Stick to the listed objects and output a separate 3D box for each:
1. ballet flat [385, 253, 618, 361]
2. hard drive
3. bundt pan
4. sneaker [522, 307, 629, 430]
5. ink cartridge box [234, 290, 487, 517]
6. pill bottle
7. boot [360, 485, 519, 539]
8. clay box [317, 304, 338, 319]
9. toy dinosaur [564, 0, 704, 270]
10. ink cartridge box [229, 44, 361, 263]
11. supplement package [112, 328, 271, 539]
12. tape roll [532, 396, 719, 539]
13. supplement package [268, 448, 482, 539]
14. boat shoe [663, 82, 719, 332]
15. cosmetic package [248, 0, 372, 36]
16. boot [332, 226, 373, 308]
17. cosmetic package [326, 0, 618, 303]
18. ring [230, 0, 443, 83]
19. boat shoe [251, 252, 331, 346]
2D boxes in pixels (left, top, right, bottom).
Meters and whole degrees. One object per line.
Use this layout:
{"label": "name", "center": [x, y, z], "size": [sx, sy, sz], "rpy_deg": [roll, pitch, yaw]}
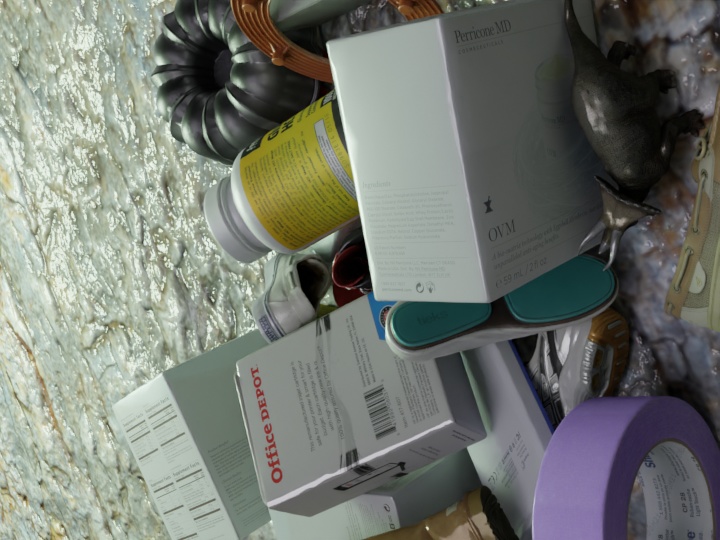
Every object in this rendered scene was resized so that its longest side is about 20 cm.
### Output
{"label": "ballet flat", "center": [0.115, 0.033, 0.842], "size": [0.069, 0.196, 0.071], "rpy_deg": [166, 89, -87]}
{"label": "hard drive", "center": [0.125, 0.133, 0.913], "size": [0.133, 0.025, 0.203], "rpy_deg": [108, 147, -51]}
{"label": "bundt pan", "center": [-0.138, -0.208, 1.029], "size": [0.198, 0.075, 0.207], "rpy_deg": [0, 91, 33]}
{"label": "sneaker", "center": [0.179, 0.118, 0.896], "size": [0.087, 0.075, 0.204], "rpy_deg": [24, 113, 43]}
{"label": "ink cartridge box", "center": [-0.004, 0.119, 0.926], "size": [0.197, 0.084, 0.148], "rpy_deg": [-27, 62, 19]}
{"label": "pill bottle", "center": [-0.050, -0.087, 0.953], "size": [0.198, 0.112, 0.114], "rpy_deg": [-28, 86, 26]}
{"label": "boot", "center": [0.063, 0.301, 0.890], "size": [0.198, 0.066, 0.178], "rpy_deg": [-31, 80, 22]}
{"label": "clay box", "center": [-0.004, 0.106, 1.079], "size": [0.198, 0.047, 0.117], "rpy_deg": [8, 111, 47]}
{"label": "toy dinosaur", "center": [0.195, -0.114, 0.747], "size": [0.076, 0.102, 0.203], "rpy_deg": [-1, 116, 43]}
{"label": "ink cartridge box", "center": [-0.061, -0.138, 1.048], "size": [0.200, 0.043, 0.175], "rpy_deg": [43, 133, 25]}
{"label": "supplement package", "center": [-0.167, 0.207, 1.204], "size": [0.150, 0.150, 0.203], "rpy_deg": [-31, 84, 47]}
{"label": "tape roll", "center": [0.218, 0.202, 0.789], "size": [0.065, 0.198, 0.204], "rpy_deg": [-7, 101, 45]}
{"label": "supplement package", "center": [0.029, 0.263, 1.041], "size": [0.198, 0.149, 0.155], "rpy_deg": [-7, 102, 46]}
{"label": "boat shoe", "center": [0.260, -0.051, 0.740], "size": [0.062, 0.073, 0.204], "rpy_deg": [15, 124, 35]}
{"label": "cosmetic package", "center": [-0.018, -0.281, 0.900], "size": [0.198, 0.106, 0.092], "rpy_deg": [-14, 96, 49]}
{"label": "boot", "center": [0.000, 0.000, 0.969], "size": [0.073, 0.143, 0.200], "rpy_deg": [57, 138, 7]}
{"label": "cosmetic package", "center": [0.097, -0.101, 0.788], "size": [0.121, 0.198, 0.204], "rpy_deg": [-1, 106, 45]}
{"label": "ring", "center": [-0.019, -0.211, 0.883], "size": [0.198, 0.199, 0.020], "rpy_deg": [-11, 61, 46]}
{"label": "boat shoe", "center": [-0.060, 0.016, 1.037], "size": [0.069, 0.200, 0.072], "rpy_deg": [-31, 100, 11]}
